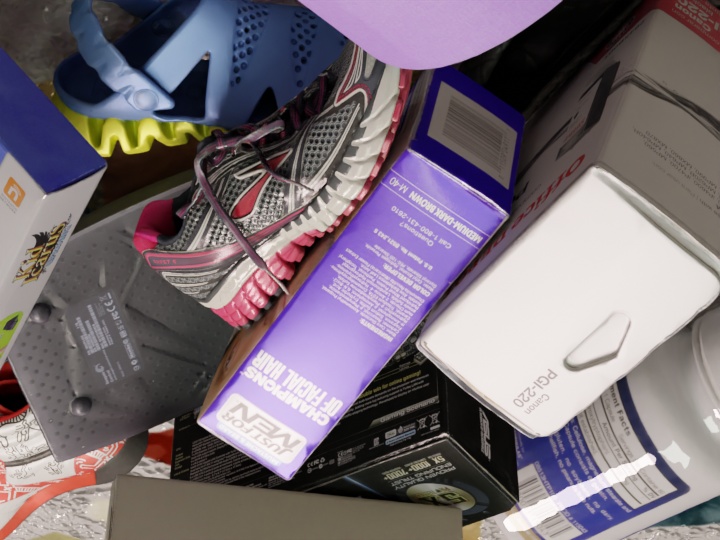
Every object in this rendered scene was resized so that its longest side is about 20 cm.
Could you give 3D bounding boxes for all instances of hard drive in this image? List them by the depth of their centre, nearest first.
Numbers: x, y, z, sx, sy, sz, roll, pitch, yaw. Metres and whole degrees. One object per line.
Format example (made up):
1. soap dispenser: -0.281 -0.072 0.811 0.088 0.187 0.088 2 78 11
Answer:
1. hard drive: -0.106 0.012 0.914 0.199 0.042 0.136 -25 121 -11

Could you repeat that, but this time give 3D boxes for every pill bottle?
1. pill bottle: 0.181 0.101 1.035 0.199 0.120 0.119 -31 131 30

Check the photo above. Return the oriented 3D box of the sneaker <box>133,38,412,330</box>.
1. sneaker: -0.040 -0.050 0.773 0.074 0.081 0.200 31 125 -14

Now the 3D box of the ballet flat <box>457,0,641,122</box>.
1. ballet flat: 0.113 -0.133 0.810 0.066 0.057 0.200 17 136 -21

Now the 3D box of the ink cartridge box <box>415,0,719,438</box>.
1. ink cartridge box: 0.121 -0.034 0.793 0.085 0.200 0.146 36 129 -8

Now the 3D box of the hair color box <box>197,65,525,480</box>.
1. hair color box: 0.000 0.000 0.822 0.065 0.110 0.200 32 120 -8

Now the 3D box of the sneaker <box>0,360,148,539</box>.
1. sneaker: -0.252 0.123 1.094 0.200 0.068 0.108 -27 132 22

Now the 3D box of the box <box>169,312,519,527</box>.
1. box: -0.013 0.087 0.981 0.199 0.165 0.086 -24 134 23

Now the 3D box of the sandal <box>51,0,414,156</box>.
1. sandal: -0.070 -0.110 0.822 0.198 0.080 0.087 -6 136 3

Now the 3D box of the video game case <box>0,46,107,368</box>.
1. video game case: -0.234 -0.059 0.808 0.200 0.045 0.182 46 132 10

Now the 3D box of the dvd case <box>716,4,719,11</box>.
1. dvd case: 0.230 -0.060 0.923 0.199 0.025 0.150 26 133 -26

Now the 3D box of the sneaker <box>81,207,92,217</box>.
1. sneaker: -0.151 -0.006 0.955 0.077 0.076 0.200 -42 127 3

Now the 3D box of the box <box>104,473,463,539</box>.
1. box: -0.046 0.178 0.901 0.198 0.078 0.095 6 139 -8

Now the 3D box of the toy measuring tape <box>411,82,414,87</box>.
1. toy measuring tape: 0.050 -0.028 0.916 0.073 0.074 0.200 -19 134 19

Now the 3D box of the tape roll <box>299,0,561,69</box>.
1. tape roll: 0.043 -0.183 0.641 0.065 0.201 0.200 31 130 -32
